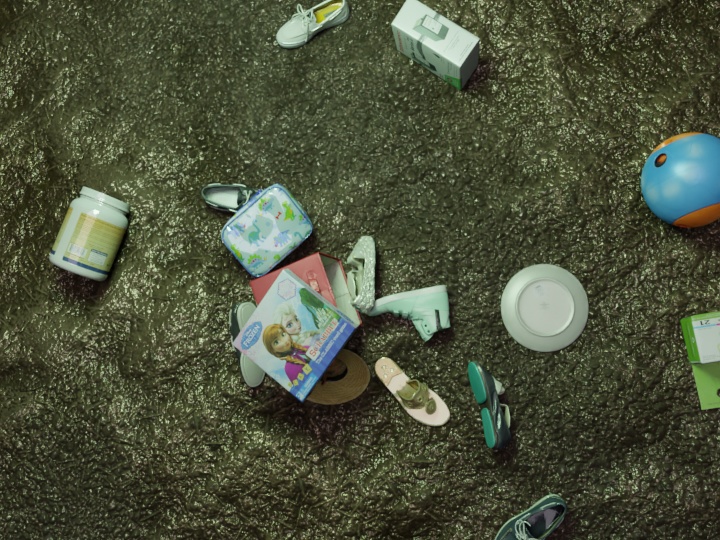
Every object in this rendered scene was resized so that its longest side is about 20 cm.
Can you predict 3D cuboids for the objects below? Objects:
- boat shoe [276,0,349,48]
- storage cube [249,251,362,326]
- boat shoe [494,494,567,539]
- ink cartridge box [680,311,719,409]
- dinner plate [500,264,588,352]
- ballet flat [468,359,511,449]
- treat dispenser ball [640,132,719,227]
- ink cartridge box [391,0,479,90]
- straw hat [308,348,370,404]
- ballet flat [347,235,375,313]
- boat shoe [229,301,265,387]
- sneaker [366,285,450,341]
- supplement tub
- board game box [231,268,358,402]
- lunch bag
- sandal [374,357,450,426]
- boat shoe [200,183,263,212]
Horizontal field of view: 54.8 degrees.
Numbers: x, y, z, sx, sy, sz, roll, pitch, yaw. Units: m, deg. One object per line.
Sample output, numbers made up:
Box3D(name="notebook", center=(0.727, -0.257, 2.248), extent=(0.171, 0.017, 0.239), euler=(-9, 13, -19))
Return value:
Box3D(name="boat shoe", center=(-0.124, -0.628, 1.734), extent=(0.200, 0.086, 0.075), euler=(-22, 80, 4))
Box3D(name="storage cube", center=(-0.120, 0.078, 1.585), extent=(0.178, 0.200, 0.173), euler=(-22, 80, 11))
Box3D(name="boat shoe", center=(0.370, 0.568, 1.512), extent=(0.199, 0.062, 0.075), euler=(-36, 81, 2))
Box3D(name="ink cartridge box", center=(0.797, 0.189, 1.498), extent=(0.146, 0.076, 0.203), euler=(-10, 80, 6))
Box3D(name="dinner plate", center=(0.423, 0.085, 1.592), extent=(0.197, 0.024, 0.203), euler=(-1, 81, 8))
Box3D(name="ballet flat", center=(0.297, 0.298, 1.564), extent=(0.072, 0.073, 0.203), euler=(-14, 74, 6))
Box3D(name="treat dispenser ball", center=(0.713, -0.194, 1.499), extent=(0.198, 0.201, 0.204), euler=(-1, 82, 8))
Box3D(name="ink cartridge box", center=(0.179, -0.537, 1.650), extent=(0.199, 0.146, 0.084), euler=(36, 89, 12))
Box3D(name="straw hat", center=(-0.077, 0.214, 1.608), extent=(0.198, 0.203, 0.086), euler=(-11, 37, 6))
Box3D(name="ballet flat", center=(0.000, 0.000, 1.609), extent=(0.071, 0.072, 0.202), euler=(-5, 62, 7))
Box3D(name="boat shoe", center=(-0.274, 0.176, 1.657), extent=(0.060, 0.073, 0.203), euler=(-2, 99, 48))
Box3D(name="sneaker", center=(0.111, 0.111, 1.607), extent=(0.198, 0.074, 0.120), euler=(-12, 84, 7))
Box3D(name="supplement tub", center=(-0.660, -0.090, 1.705), extent=(0.143, 0.144, 0.202), euler=(20, 85, 10))
Box3D(name="board game box", center=(-0.139, 0.137, 1.469), extent=(0.199, 0.041, 0.201), euler=(37, 99, 8))
Box3D(name="lunch bag", center=(-0.224, -0.100, 1.658), extent=(0.200, 0.082, 0.161), euler=(-41, 101, 3))
Box3D(name="sandal", center=(0.113, 0.280, 1.584), extent=(0.211, 0.070, 0.078), euler=(41, 89, 11))
Box3D(name="boat shoe", center=(-0.296, -0.173, 1.708), extent=(0.197, 0.060, 0.077), euler=(2, 82, 8))
